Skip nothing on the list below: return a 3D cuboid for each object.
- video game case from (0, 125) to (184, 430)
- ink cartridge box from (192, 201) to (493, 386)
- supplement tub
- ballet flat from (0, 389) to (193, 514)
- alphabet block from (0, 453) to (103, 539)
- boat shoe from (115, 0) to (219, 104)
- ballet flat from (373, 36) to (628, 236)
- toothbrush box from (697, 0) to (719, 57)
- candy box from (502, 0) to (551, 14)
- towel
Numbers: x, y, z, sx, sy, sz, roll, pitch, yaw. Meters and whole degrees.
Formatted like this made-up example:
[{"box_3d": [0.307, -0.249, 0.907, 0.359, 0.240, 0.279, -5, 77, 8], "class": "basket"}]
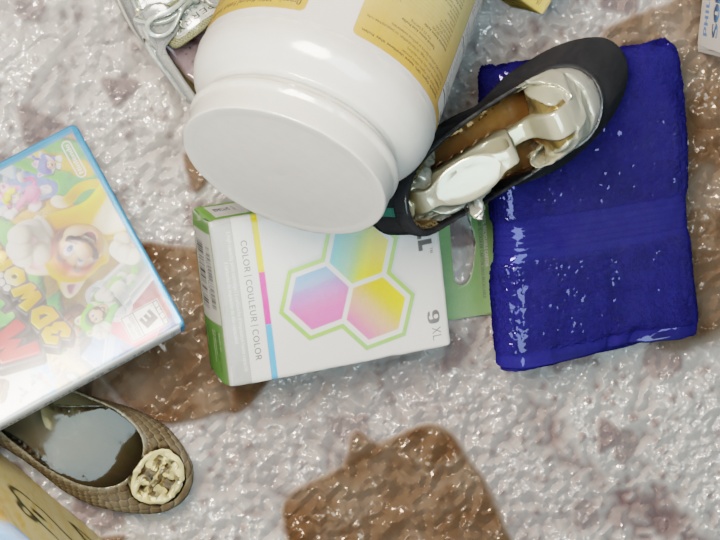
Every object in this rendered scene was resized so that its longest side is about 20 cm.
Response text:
[{"box_3d": [-0.224, 0.020, 1.316, 0.199, 0.018, 0.144, -28, 79, -9], "class": "video game case"}, {"box_3d": [0.000, 0.000, 1.390, 0.198, 0.059, 0.105, -10, 102, -15], "class": "ink cartridge box"}, {"box_3d": [-0.011, -0.137, 1.269, 0.144, 0.144, 0.201, 32, 62, -20], "class": "supplement tub"}, {"box_3d": [-0.187, 0.094, 1.360, 0.199, 0.046, 0.068, 33, 84, -19], "class": "ballet flat"}, {"box_3d": [-0.222, 0.242, 1.302, 0.196, 0.200, 0.195, -46, 110, -3], "class": "alphabet block"}, {"box_3d": [-0.085, -0.131, 1.336, 0.074, 0.065, 0.203, -31, 108, -8], "class": "boat shoe"}, {"box_3d": [0.092, -0.078, 1.342, 0.199, 0.073, 0.073, -30, 108, -15], "class": "ballet flat"}, {"box_3d": [0.329, -0.204, 1.433, 0.198, 0.085, 0.148, 3, 100, -15], "class": "toothbrush box"}, {"box_3d": [0.057, -0.260, 1.356, 0.199, 0.056, 0.117, 32, 91, -21], "class": "candy box"}, {"box_3d": [0.144, -0.044, 1.434, 0.147, 0.049, 0.202, -9, 103, -22], "class": "towel"}]
